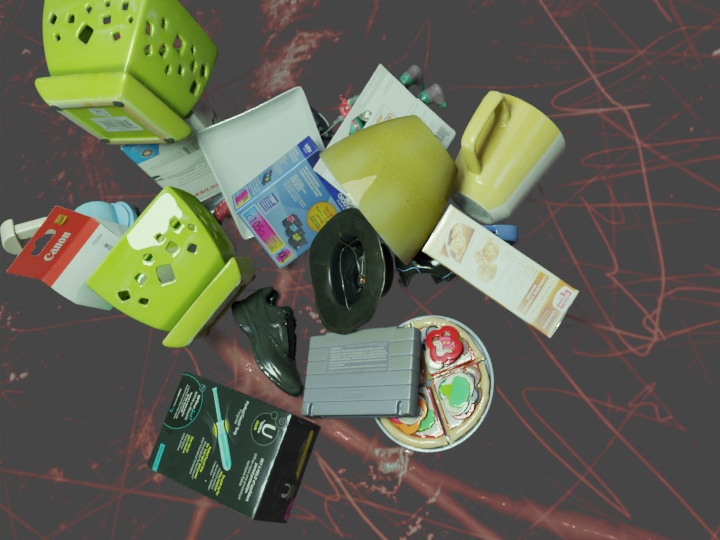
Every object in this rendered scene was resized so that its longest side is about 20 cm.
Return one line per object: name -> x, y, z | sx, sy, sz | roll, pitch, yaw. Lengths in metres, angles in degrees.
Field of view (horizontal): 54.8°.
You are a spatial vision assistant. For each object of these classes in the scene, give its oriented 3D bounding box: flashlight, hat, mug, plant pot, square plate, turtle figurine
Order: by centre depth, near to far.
plant pot -> 0.056, -0.132, 0.985 | 0.141, 0.200, 0.202 | -39, 62, 6
mug -> 0.196, -0.168, 1.044 | 0.155, 0.185, 0.149 | -55, 26, -6
plant pot -> -0.357, -0.305, 1.059 | 0.194, 0.199, 0.187 | 2, 75, 20
hat -> 0.000, 0.000, 1.087 | 0.198, 0.079, 0.208 | 2, 93, 53
plant pot -> -0.288, 0.004, 1.129 | 0.181, 0.199, 0.201 | 41, 90, 0
turtle figurine -> 0.041, -0.264, 1.183 | 0.198, 0.101, 0.151 | -34, 76, -9
square plate -> -0.152, -0.181, 1.185 | 0.195, 0.202, 0.029 | -22, 21, 2
flashlight -> -0.219, -0.125, 1.245 | 0.199, 0.068, 0.068 | -42, 35, 4

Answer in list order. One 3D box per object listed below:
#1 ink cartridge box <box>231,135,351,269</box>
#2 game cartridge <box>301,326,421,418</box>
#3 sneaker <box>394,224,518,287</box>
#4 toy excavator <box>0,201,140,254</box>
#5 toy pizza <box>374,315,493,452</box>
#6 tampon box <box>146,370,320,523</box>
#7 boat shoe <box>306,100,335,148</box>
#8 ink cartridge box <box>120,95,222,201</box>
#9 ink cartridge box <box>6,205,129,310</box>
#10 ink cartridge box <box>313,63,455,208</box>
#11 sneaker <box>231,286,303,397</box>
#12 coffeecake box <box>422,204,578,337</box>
ink cartridge box -> -0.096, -0.121, 1.146 | 0.198, 0.137, 0.077 | -37, 33, 1
game cartridge -> 0.001, 0.155, 1.049 | 0.195, 0.038, 0.133 | -8, 62, 34
sneaker -> 0.149, -0.023, 1.074 | 0.194, 0.070, 0.081 | -8, 88, 11
toy excavator -> -0.507, -0.071, 1.246 | 0.191, 0.200, 0.102 | -29, 62, 6
toy pizza -> 0.100, 0.163, 1.032 | 0.194, 0.032, 0.206 | -7, 68, 17
tampon box -> -0.186, 0.265, 1.043 | 0.195, 0.126, 0.154 | 16, 76, 23
boat shoe -> -0.085, -0.239, 1.238 | 0.075, 0.060, 0.200 | -43, 62, -1
ink cartridge box -> -0.310, -0.218, 1.234 | 0.143, 0.200, 0.086 | -22, 61, 9
ink cartridge box -> -0.471, -0.016, 1.193 | 0.161, 0.198, 0.051 | -45, 61, 16
ink cartridge box -> 0.036, -0.191, 1.117 | 0.203, 0.175, 0.045 | -57, 22, -5
sneaker -> -0.135, 0.108, 1.117 | 0.090, 0.076, 0.202 | -33, 63, 0
coffeecake box -> 0.186, -0.002, 0.957 | 0.197, 0.153, 0.074 | 34, 95, 5
